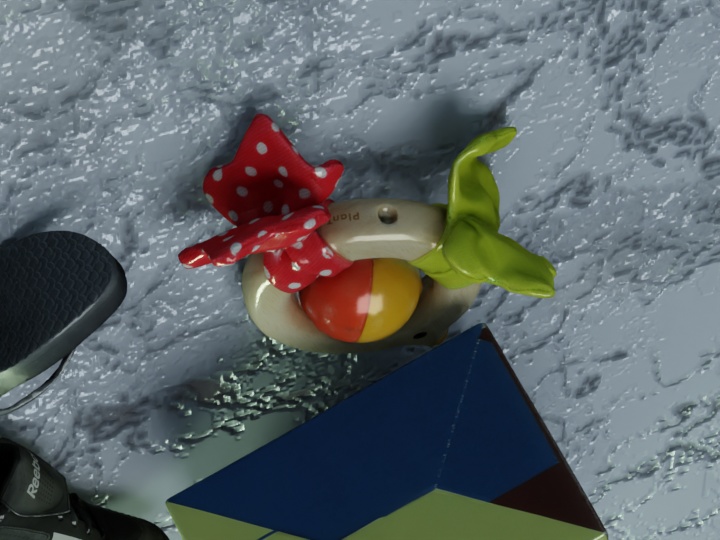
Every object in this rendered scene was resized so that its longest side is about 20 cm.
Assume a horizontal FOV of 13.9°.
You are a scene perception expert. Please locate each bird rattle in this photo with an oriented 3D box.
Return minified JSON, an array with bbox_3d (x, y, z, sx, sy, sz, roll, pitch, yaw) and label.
[{"bbox_3d":[0.000,0.000,1.545,0.199,0.113,0.163,-8,149,-18],"label":"bird rattle"}]

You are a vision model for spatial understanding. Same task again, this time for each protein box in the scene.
[{"bbox_3d":[0.024,0.156,1.621,0.198,0.135,0.200,-29,161,-1],"label":"protein box"}]

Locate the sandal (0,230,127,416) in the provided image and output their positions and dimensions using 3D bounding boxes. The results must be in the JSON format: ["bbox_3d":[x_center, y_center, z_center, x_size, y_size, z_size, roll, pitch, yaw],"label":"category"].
[{"bbox_3d":[-0.194,0.048,1.503,0.200,0.076,0.043,-35,137,21],"label":"sandal"}]

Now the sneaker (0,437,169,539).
[{"bbox_3d":[-0.180,0.135,1.589,0.199,0.067,0.091,9,127,-32],"label":"sneaker"}]
